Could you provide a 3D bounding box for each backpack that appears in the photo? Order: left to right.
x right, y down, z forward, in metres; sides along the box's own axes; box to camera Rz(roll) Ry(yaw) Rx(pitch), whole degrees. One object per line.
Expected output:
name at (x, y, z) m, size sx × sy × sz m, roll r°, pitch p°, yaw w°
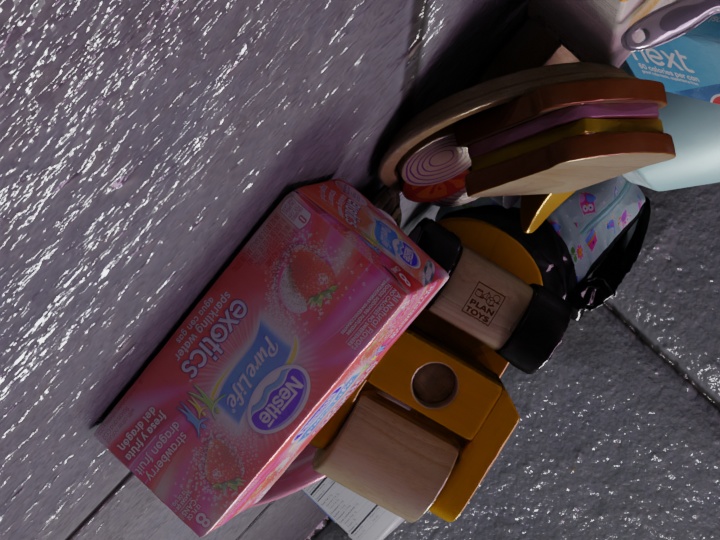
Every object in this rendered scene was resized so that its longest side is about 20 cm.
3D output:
backpack at (0.153, -0.048, 1.602) m, size 0.167 × 0.127 × 0.200 m, roll 2°, pitch -147°, yaw 41°

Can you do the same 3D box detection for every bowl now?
bowl at (0.233, -0.142, 1.527) m, size 0.105 × 0.201 × 0.201 m, roll -30°, pitch 177°, yaw 17°

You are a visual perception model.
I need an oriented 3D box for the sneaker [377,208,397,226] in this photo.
sneaker at (-0.040, 0.026, 1.267) m, size 0.200 × 0.076 × 0.077 m, roll -51°, pitch -168°, yaw 31°

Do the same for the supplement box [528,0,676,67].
supplement box at (0.169, -0.206, 1.181) m, size 0.126 × 0.074 × 0.200 m, roll -49°, pitch 172°, yaw -4°

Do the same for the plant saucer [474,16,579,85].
plant saucer at (0.131, -0.152, 1.383) m, size 0.200 × 0.035 × 0.200 m, roll -48°, pitch 173°, yaw -8°

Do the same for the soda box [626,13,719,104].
soda box at (0.257, -0.150, 1.280) m, size 0.064 × 0.068 × 0.200 m, roll -46°, pitch -145°, yaw -15°

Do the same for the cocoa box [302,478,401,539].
cocoa box at (0.028, 0.238, 2.398) m, size 0.133 × 0.131 × 0.200 m, roll -50°, pitch 172°, yaw 17°

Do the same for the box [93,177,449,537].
box at (-0.052, 0.050, 1.161) m, size 0.200 × 0.095 × 0.103 m, roll -50°, pitch 171°, yaw 15°

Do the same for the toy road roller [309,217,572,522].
toy road roller at (0.048, 0.059, 1.330) m, size 0.200 × 0.123 × 0.146 m, roll -59°, pitch -172°, yaw 5°

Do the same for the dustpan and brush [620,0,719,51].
dustpan and brush at (0.244, -0.176, 1.150) m, size 0.200 × 0.140 × 0.057 m, roll -25°, pitch -175°, yaw 3°

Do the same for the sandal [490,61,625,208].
sandal at (0.158, -0.111, 1.442) m, size 0.076 × 0.043 × 0.200 m, roll -39°, pitch 169°, yaw -51°

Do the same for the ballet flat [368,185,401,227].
ballet flat at (0.000, 0.000, 1.379) m, size 0.067 × 0.046 × 0.200 m, roll -44°, pitch 172°, yaw -29°

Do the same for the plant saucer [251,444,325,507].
plant saucer at (-0.038, 0.101, 1.433) m, size 0.200 × 0.051 × 0.201 m, roll -28°, pitch -168°, yaw 7°

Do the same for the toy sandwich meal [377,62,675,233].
toy sandwich meal at (0.110, -0.072, 1.249) m, size 0.205 × 0.070 × 0.205 m, roll -15°, pitch 166°, yaw -4°
